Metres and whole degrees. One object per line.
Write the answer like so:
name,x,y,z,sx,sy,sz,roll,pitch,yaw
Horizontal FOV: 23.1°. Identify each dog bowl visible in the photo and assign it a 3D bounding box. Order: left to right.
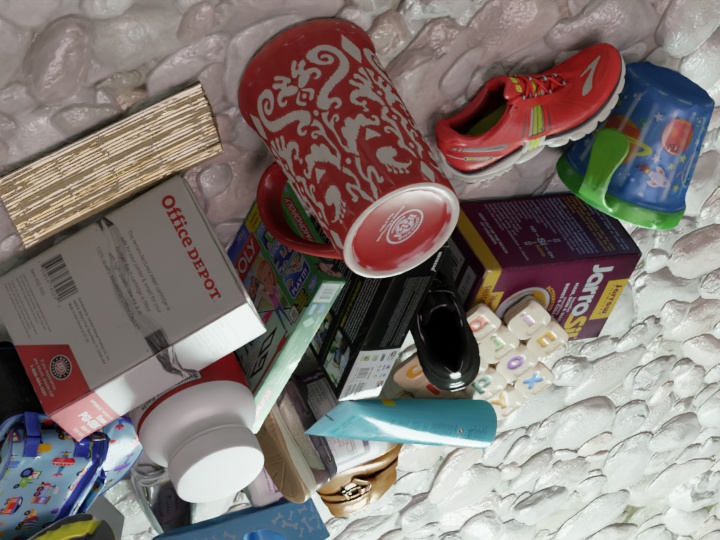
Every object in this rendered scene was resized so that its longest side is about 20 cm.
dog bowl,-0.129,0.279,1.833,0.199,0.050,0.111,-14,178,-29

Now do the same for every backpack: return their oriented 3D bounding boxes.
backpack,-0.293,0.168,1.660,0.199,0.135,0.183,10,128,-45

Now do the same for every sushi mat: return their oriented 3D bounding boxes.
sushi mat,-0.214,-0.090,1.517,0.199,0.012,0.096,-26,142,-6

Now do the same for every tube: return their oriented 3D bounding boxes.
tube,0.046,0.151,1.753,0.199,0.051,0.077,6,143,-36

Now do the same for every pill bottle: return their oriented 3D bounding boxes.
pill bottle,-0.163,0.108,1.616,0.112,0.201,0.113,-19,147,-13
pill bottle,-0.042,0.161,1.844,0.199,0.113,0.113,-22,143,-12

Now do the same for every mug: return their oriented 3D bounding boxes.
mug,-0.007,-0.086,1.509,0.133,0.200,0.178,-17,141,-19

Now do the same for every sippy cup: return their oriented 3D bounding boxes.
sippy cup,0.279,-0.130,1.730,0.139,0.178,0.131,18,114,-12

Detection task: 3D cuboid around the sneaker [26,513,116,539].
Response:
sneaker,-0.319,0.290,1.611,0.199,0.075,0.085,-13,151,-18

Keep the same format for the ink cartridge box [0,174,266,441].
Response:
ink cartridge box,-0.203,0.033,1.547,0.199,0.147,0.083,-29,155,-1

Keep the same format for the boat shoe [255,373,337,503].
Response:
boat shoe,-0.083,0.131,1.750,0.065,0.201,0.072,-27,-175,-37

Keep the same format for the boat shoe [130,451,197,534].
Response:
boat shoe,-0.203,0.218,1.834,0.074,0.065,0.203,-18,142,-17

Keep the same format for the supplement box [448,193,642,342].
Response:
supplement box,0.167,0.004,1.816,0.199,0.103,0.131,-7,137,-30

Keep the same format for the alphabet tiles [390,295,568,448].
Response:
alphabet tiles,0.117,0.106,1.800,0.200,0.015,0.196,-37,143,9

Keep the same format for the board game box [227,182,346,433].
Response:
board game box,-0.093,0.036,1.644,0.029,0.135,0.201,2,132,-37

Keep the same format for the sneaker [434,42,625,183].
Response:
sneaker,0.160,-0.157,1.654,0.199,0.077,0.085,-33,137,0

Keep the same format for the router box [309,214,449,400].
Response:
router box,0.000,0.000,1.656,0.051,0.150,0.201,-4,136,-31

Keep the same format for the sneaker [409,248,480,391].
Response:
sneaker,0.064,0.015,1.676,0.076,0.201,0.091,-25,172,-1

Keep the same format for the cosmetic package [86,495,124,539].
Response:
cosmetic package,-0.290,0.302,1.769,0.082,0.200,0.051,-37,107,10

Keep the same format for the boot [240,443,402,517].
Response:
boot,-0.044,0.227,1.963,0.199,0.077,0.156,-28,148,-16
